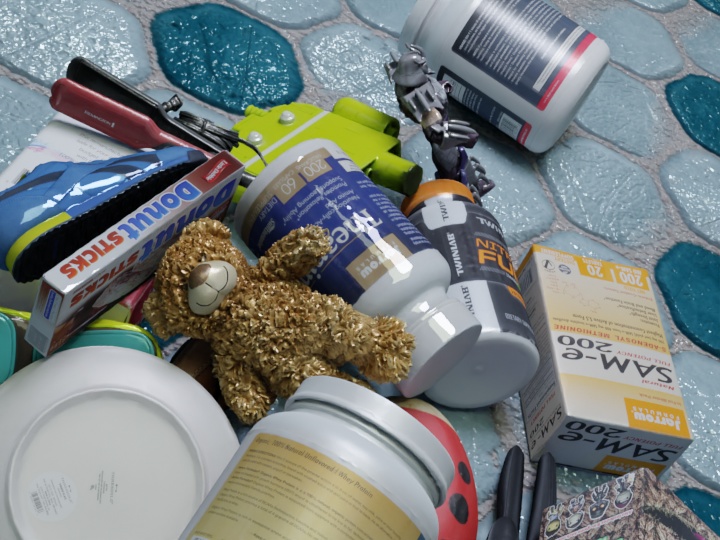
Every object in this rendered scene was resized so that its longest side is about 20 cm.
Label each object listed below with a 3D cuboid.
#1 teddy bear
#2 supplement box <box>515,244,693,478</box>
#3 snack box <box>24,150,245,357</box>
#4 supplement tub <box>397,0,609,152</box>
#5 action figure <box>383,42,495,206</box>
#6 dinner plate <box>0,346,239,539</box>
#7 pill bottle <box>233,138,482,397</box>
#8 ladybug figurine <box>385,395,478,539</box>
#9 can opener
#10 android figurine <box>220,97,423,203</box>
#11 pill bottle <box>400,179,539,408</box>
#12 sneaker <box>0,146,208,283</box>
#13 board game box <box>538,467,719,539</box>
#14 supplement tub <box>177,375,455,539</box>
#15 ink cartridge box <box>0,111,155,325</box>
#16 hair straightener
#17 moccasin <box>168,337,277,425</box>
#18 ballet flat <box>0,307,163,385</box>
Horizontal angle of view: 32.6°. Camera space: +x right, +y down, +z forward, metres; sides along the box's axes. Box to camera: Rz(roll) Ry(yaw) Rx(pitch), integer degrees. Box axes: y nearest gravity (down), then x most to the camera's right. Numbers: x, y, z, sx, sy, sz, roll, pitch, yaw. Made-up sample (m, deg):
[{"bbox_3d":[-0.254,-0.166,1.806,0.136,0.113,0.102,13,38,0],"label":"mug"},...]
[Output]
[{"bbox_3d":[-0.058,0.042,0.883,0.200,0.145,0.067,48,11,-6],"label":"teddy bear"},{"bbox_3d":[0.209,0.080,1.108,0.125,0.074,0.201,12,45,-17],"label":"supplement box"},{"bbox_3d":[-0.159,-0.016,0.889,0.024,0.072,0.200,38,44,10],"label":"snack box"},{"bbox_3d":[0.155,-0.235,1.336,0.200,0.141,0.140,36,43,8],"label":"supplement tub"},{"bbox_3d":[0.075,-0.132,1.162,0.069,0.201,0.131,-17,39,8],"label":"action figure"},{"bbox_3d":[-0.171,0.146,0.829,0.199,0.024,0.201,6,69,-17],"label":"dinner plate"},{"bbox_3d":[0.000,0.000,0.972,0.111,0.111,0.200,-25,65,-42],"label":"pill bottle"},{"bbox_3d":[0.032,0.172,0.927,0.135,0.072,0.201,16,44,-13],"label":"ladybug figurine"},{"bbox_3d":[0.127,0.207,0.954,0.063,0.079,0.200,22,33,6],"label":"can opener"},{"bbox_3d":[-0.047,-0.104,1.134,0.199,0.041,0.182,28,47,31],"label":"android figurine"},{"bbox_3d":[0.085,0.012,1.086,0.106,0.106,0.201,8,46,-21],"label":"pill bottle"},{"bbox_3d":[-0.200,-0.062,0.915,0.078,0.066,0.200,43,46,19],"label":"sneaker"},{"bbox_3d":[0.203,0.273,0.862,0.159,0.097,0.201,42,39,-20],"label":"board game box"},{"bbox_3d":[-0.039,0.183,0.786,0.144,0.145,0.200,32,64,4],"label":"supplement tub"},{"bbox_3d":[-0.212,-0.041,0.997,0.147,0.086,0.200,28,41,0],"label":"ink cartridge box"},{"bbox_3d":[-0.151,-0.126,1.018,0.199,0.041,0.077,22,42,-6],"label":"hair straightener"},{"bbox_3d":[-0.086,0.078,0.964,0.078,0.074,0.201,35,32,20],"label":"moccasin"},{"bbox_3d":[-0.243,0.061,0.894,0.199,0.067,0.067,7,82,-11],"label":"ballet flat"}]
